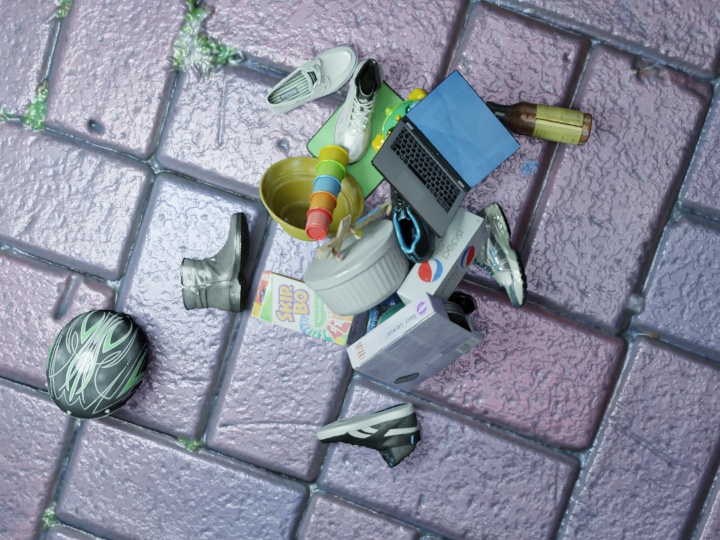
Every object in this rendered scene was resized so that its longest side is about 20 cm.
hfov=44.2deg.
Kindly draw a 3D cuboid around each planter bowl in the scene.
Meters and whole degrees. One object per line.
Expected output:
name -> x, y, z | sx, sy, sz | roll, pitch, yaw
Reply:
planter bowl -> -0.097, -0.116, 1.670 | 0.198, 0.202, 0.084 | 21, 138, 1

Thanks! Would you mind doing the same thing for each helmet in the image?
helmet -> -0.500, 0.175, 1.687 | 0.197, 0.191, 0.203 | 0, 95, 3

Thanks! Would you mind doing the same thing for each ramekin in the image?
ramekin -> 0.000, 0.000, 1.644 | 0.201, 0.203, 0.095 | -31, 107, 6

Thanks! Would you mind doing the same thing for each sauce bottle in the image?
sauce bottle -> 0.329, -0.281, 1.660 | 0.197, 0.066, 0.067 | 13, 96, 3

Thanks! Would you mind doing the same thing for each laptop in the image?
laptop -> 0.152, -0.202, 1.552 | 0.187, 0.115, 0.201 | 45, 52, -16

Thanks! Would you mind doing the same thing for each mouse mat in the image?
mouse mat -> 0.013, -0.257, 1.709 | 0.161, 0.008, 0.200 | 43, 97, -2

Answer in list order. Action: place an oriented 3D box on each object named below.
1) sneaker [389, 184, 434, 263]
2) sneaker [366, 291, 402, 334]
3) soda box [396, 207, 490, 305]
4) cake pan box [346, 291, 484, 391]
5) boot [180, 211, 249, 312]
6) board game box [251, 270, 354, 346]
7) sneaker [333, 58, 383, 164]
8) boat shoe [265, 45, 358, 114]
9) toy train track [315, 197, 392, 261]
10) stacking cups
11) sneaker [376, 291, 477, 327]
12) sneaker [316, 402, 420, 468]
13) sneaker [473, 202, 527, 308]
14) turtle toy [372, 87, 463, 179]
sneaker -> 0.089, -0.117, 1.582 | 0.072, 0.082, 0.203 | -15, 79, 20
sneaker -> 0.048, 0.112, 1.700 | 0.077, 0.089, 0.203 | 4, 96, 2
soda box -> 0.153, -0.013, 1.622 | 0.068, 0.064, 0.201 | 28, 76, 32
cake pan box -> 0.104, 0.132, 1.602 | 0.199, 0.183, 0.053 | -38, 54, 22
boot -> -0.287, -0.017, 1.722 | 0.130, 0.070, 0.203 | 5, 91, 8
board game box -> -0.110, 0.072, 1.739 | 0.198, 0.030, 0.097 | 17, 96, 4
sneaker -> -0.008, -0.297, 1.645 | 0.075, 0.115, 0.203 | 14, 96, 1
boat shoe -> -0.090, -0.357, 1.676 | 0.199, 0.067, 0.074 | -35, 93, 6
toy train track -> 0.000, -0.071, 1.612 | 0.033, 0.115, 0.199 | 43, 55, 15
stacking cups -> -0.067, -0.142, 1.606 | 0.060, 0.201, 0.061 | 8, 138, 7
sneaker -> 0.127, 0.081, 1.659 | 0.198, 0.080, 0.072 | -20, 94, -22
sneaker -> 0.021, 0.338, 1.731 | 0.198, 0.073, 0.113 | -15, 93, 3
sneaker -> 0.259, -0.021, 1.693 | 0.085, 0.078, 0.202 | -19, 87, 17
turtle toy -> 0.124, -0.237, 1.654 | 0.199, 0.101, 0.146 | 38, 97, -12
